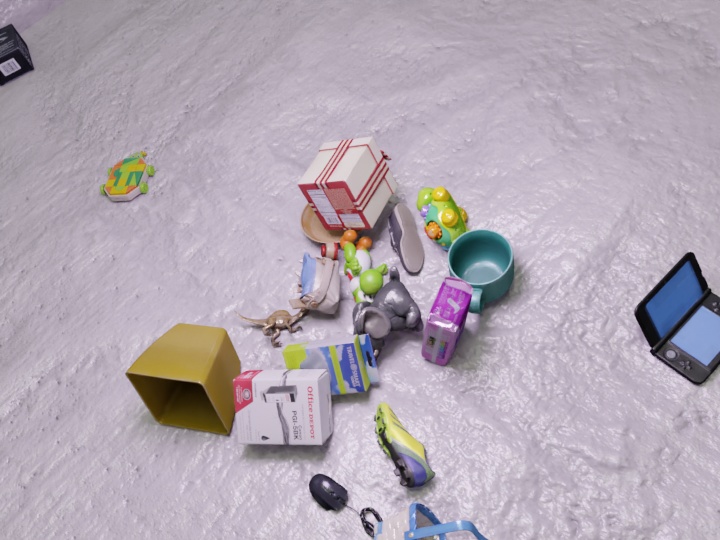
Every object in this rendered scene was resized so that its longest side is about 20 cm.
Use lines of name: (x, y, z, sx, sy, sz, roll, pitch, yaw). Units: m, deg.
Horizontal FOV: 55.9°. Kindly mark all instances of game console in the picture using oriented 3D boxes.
game console: (0.690, 0.097, 1.399, 0.199, 0.117, 0.176, -41, 56, -13)

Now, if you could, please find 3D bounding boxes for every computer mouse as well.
computer mouse: (-0.029, 0.481, 1.391, 0.198, 0.034, 0.059, 26, 66, 28)

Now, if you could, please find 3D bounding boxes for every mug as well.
mug: (0.272, 0.009, 1.576, 0.185, 0.115, 0.151, -43, 57, -14)

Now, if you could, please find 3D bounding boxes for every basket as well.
basket: (0.131, 0.505, 1.243, 0.197, 0.177, 0.141, -13, 49, 20)

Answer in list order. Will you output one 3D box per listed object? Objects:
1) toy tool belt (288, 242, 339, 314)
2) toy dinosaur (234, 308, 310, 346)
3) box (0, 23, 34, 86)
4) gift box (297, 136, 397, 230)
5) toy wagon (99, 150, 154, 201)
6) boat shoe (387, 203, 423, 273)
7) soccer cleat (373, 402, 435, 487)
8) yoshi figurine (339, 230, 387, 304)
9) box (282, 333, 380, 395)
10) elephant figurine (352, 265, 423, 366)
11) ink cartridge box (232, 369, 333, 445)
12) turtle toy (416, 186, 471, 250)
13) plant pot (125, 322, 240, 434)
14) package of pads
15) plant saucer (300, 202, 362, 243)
toy tool belt: (-0.115, 0.011, 1.666, 0.121, 0.126, 0.203, 4, 54, -9)
toy dinosaur: (-0.213, 0.133, 1.675, 0.196, 0.059, 0.102, -7, 40, 1)
box: (-1.358, -0.828, 2.598, 0.146, 0.105, 0.201, -28, 53, -4)
gift box: (-0.026, -0.215, 1.722, 0.182, 0.201, 0.188, 5, 51, 34)
toy wagon: (-0.717, -0.301, 2.105, 0.152, 0.040, 0.203, -1, 57, 15)
boat shoe: (0.109, -0.072, 1.724, 0.063, 0.072, 0.203, -40, 48, 42)
soccer cleat: (0.090, 0.365, 1.431, 0.082, 0.065, 0.201, -5, 45, -25)
yoshi figurine: (0.013, -0.007, 1.666, 0.110, 0.113, 0.203, -11, 57, -1)
box: (-0.066, 0.216, 1.514, 0.197, 0.124, 0.048, -10, 15, 17)
elephant figurine: (0.035, 0.124, 1.546, 0.198, 0.142, 0.156, -27, 59, -9)
ink cartridge box: (-0.168, 0.298, 1.481, 0.196, 0.083, 0.150, -3, 95, 14)
turtle toy: (0.202, -0.134, 1.691, 0.100, 0.145, 0.202, -31, 51, 19)
plant pot: (-0.384, 0.236, 1.566, 0.196, 0.202, 0.178, 4, 47, 18)
package of pads: (0.187, 0.113, 1.476, 0.075, 0.201, 0.122, 21, 63, 12)
plant saucer: (-0.062, -0.138, 1.808, 0.196, 0.036, 0.203, -7, 50, 9)
